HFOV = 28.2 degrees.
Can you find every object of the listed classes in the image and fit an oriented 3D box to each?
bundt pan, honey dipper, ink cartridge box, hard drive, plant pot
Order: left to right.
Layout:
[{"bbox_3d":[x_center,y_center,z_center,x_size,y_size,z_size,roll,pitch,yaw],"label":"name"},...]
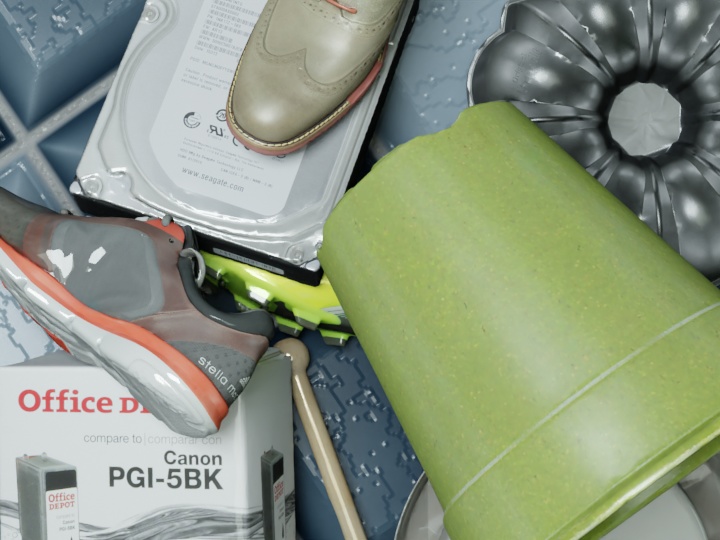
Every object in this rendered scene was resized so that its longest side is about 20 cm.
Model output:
[{"bbox_3d":[-0.115,0.145,0.780,0.147,0.083,0.200,-2,91,15],"label":"ink cartridge box"},{"bbox_3d":[-0.055,-0.106,0.771,0.140,0.038,0.200,19,74,4],"label":"hard drive"},{"bbox_3d":[-0.008,0.132,0.805,0.038,0.038,0.200,-19,88,5],"label":"honey dipper"},{"bbox_3d":[0.079,0.028,0.675,0.200,0.200,0.190,-37,75,5],"label":"plant pot"},{"bbox_3d":[0.153,-0.080,0.767,0.202,0.076,0.202,0,92,4],"label":"bundt pan"}]

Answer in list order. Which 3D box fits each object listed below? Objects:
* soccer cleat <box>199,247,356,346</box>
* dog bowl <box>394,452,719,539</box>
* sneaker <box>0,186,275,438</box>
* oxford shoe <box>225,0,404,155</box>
[{"bbox_3d":[0.000,0.000,0.793,0.200,0.065,0.084,17,78,4],"label":"soccer cleat"},{"bbox_3d":[0.114,0.163,0.774,0.200,0.059,0.200,0,86,0],"label":"dog bowl"},{"bbox_3d":[-0.122,0.004,0.727,0.200,0.077,0.082,35,71,24],"label":"sneaker"},{"bbox_3d":[-0.007,-0.150,0.726,0.070,0.075,0.200,29,75,7],"label":"oxford shoe"}]
